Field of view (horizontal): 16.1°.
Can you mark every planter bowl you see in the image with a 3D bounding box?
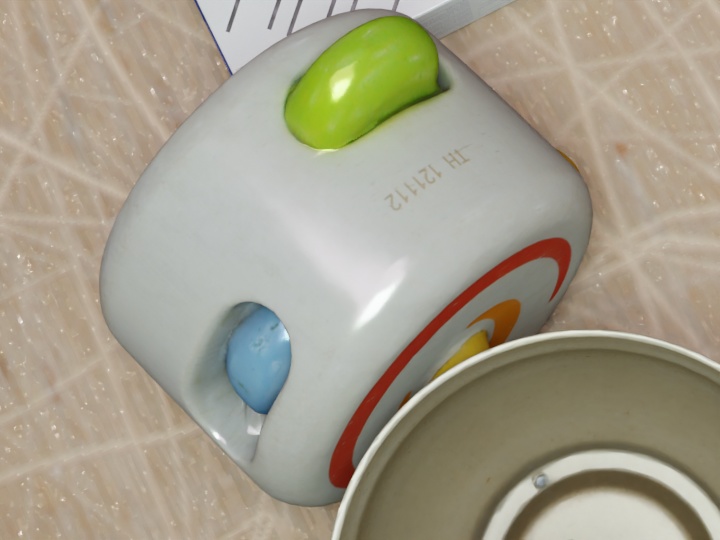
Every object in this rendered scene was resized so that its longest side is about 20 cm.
[{"bbox_3d":[0.095,0.128,1.014,0.200,0.135,0.200,-1,84,9],"label":"planter bowl"}]

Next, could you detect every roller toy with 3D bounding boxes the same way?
[{"bbox_3d":[0.000,0.000,1.044,0.140,0.200,0.182,44,96,17],"label":"roller toy"}]

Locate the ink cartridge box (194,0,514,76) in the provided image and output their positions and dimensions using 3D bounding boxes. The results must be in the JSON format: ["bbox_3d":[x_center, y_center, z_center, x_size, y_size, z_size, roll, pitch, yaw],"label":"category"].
[{"bbox_3d":[0.021,-0.153,1.149,0.200,0.044,0.094,-26,75,2],"label":"ink cartridge box"}]
